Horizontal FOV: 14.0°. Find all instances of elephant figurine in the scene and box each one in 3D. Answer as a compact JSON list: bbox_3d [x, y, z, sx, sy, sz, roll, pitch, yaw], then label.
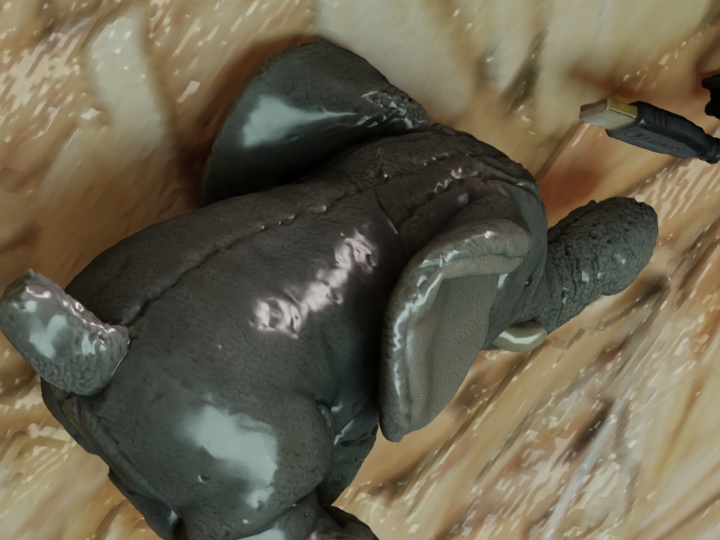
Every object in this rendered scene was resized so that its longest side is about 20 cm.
[{"bbox_3d":[0.000,0.000,0.918,0.200,0.155,0.142,-42,95,-9],"label":"elephant figurine"}]

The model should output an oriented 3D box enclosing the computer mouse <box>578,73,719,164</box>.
[{"bbox_3d":[0.102,-0.108,0.937,0.199,0.046,0.141,16,121,-46],"label":"computer mouse"}]
